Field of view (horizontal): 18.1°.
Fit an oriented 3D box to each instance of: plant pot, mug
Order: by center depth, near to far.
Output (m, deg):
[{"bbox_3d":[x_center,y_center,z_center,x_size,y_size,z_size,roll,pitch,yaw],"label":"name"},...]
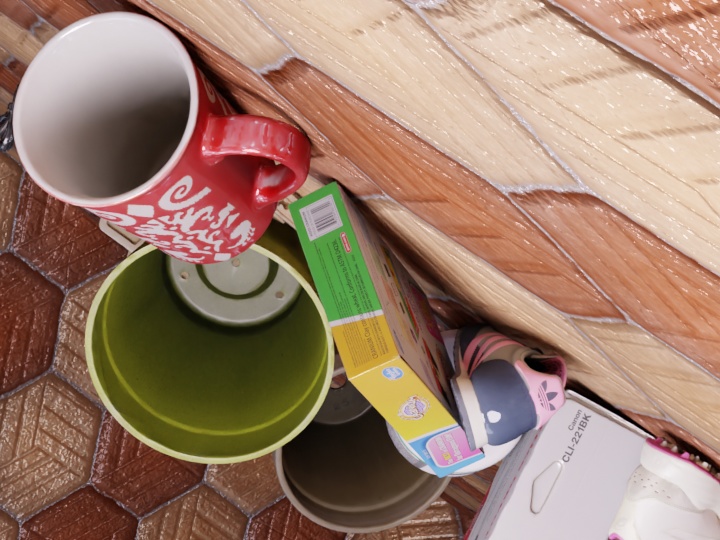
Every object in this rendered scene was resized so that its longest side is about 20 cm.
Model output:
[{"bbox_3d":[-0.123,-0.069,1.558,0.177,0.134,0.200,36,177,23],"label":"mug"},{"bbox_3d":[-0.114,0.028,1.881,0.200,0.200,0.193,37,-160,-11],"label":"plant pot"},{"bbox_3d":[-0.010,0.150,2.397,0.200,0.200,0.174,39,-171,-26],"label":"plant pot"}]

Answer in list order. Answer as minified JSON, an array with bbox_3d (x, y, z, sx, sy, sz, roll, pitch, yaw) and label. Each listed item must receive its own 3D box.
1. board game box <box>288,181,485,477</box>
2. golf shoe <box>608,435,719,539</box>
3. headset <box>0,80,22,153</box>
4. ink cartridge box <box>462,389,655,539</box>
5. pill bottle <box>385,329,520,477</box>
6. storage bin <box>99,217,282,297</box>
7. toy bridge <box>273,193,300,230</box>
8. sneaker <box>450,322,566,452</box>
[{"bbox_3d":[0.021,0.046,1.641,0.200,0.040,0.153,51,-163,-57],"label":"board game box"},{"bbox_3d":[0.253,0.201,1.654,0.200,0.092,0.075,39,172,-33],"label":"golf shoe"},{"bbox_3d":[-0.204,-0.103,1.891,0.199,0.094,0.123,27,178,-25],"label":"headset"},{"bbox_3d":[0.150,0.178,1.767,0.083,0.145,0.200,27,174,1],"label":"ink cartridge box"},{"bbox_3d":[0.076,0.112,1.856,0.113,0.113,0.200,36,173,2],"label":"pill bottle"},{"bbox_3d":[-0.164,-0.015,2.338,0.198,0.094,0.200,35,174,7],"label":"storage bin"},{"bbox_3d":[0.000,0.000,1.841,0.200,0.027,0.067,42,172,-31],"label":"toy bridge"},{"bbox_3d":[0.112,0.080,1.658,0.200,0.082,0.070,-81,-25,-74],"label":"sneaker"}]
